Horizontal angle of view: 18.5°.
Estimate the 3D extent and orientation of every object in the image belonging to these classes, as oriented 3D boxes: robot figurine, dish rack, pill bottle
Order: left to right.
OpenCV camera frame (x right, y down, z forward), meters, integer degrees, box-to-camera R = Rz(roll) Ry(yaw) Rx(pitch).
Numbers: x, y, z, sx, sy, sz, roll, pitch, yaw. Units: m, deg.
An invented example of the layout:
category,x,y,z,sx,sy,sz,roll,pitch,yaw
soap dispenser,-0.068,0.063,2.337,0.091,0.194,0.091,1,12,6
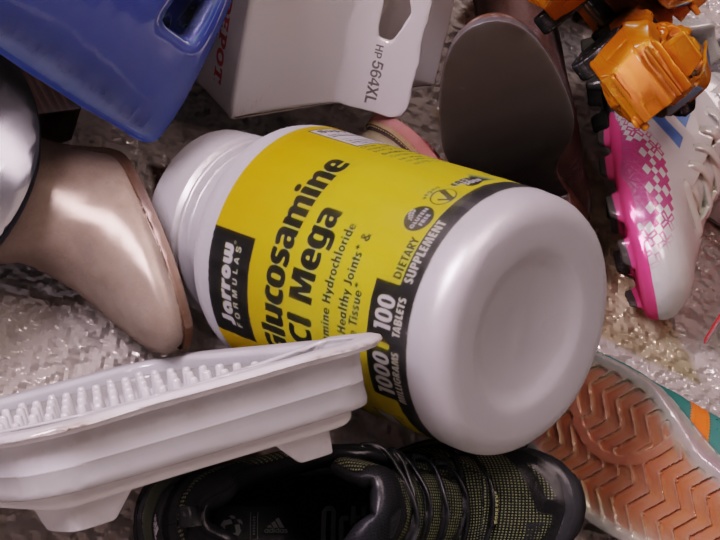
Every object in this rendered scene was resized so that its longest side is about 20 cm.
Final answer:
category,x,y,z,sx,sy,sz,roll,pitch,yaw
dish rack,-0.099,0.066,0.879,0.171,0.199,0.044,-15,95,-33
pill bottle,0.000,0.000,0.965,0.112,0.113,0.199,-27,32,-38
robot figurine,0.123,-0.132,1.065,0.145,0.058,0.200,51,17,-5

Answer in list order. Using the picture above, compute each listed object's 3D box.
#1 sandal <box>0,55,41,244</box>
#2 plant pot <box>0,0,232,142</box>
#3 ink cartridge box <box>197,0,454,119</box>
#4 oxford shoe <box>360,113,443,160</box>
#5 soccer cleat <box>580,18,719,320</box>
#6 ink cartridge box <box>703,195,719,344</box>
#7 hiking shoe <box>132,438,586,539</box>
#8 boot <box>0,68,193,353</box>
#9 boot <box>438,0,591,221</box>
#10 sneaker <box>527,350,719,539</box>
category,x,y,z,sx,sy,sz,roll,pitch,yaw
sandal,-0.196,-0.012,0.928,0.076,0.043,0.201,27,72,2
plant pot,-0.146,-0.202,0.966,0.200,0.180,0.200,39,3,41
ink cartridge box,-0.039,-0.174,1.103,0.124,0.129,0.200,-12,40,-31
oxford shoe,0.029,-0.003,1.057,0.075,0.071,0.200,-35,42,3
soccer cleat,0.166,-0.063,1.152,0.085,0.070,0.201,-9,48,7
ink cartridge box,0.234,-0.081,1.119,0.045,0.201,0.176,36,46,12
hiking shoe,0.010,0.108,0.916,0.198,0.101,0.077,-3,86,-18
boot,-0.179,-0.026,0.991,0.145,0.071,0.201,-14,52,-28
boot,0.074,-0.125,1.120,0.064,0.187,0.201,-8,51,9
sneaker,0.161,0.103,1.027,0.199,0.072,0.080,36,13,25
